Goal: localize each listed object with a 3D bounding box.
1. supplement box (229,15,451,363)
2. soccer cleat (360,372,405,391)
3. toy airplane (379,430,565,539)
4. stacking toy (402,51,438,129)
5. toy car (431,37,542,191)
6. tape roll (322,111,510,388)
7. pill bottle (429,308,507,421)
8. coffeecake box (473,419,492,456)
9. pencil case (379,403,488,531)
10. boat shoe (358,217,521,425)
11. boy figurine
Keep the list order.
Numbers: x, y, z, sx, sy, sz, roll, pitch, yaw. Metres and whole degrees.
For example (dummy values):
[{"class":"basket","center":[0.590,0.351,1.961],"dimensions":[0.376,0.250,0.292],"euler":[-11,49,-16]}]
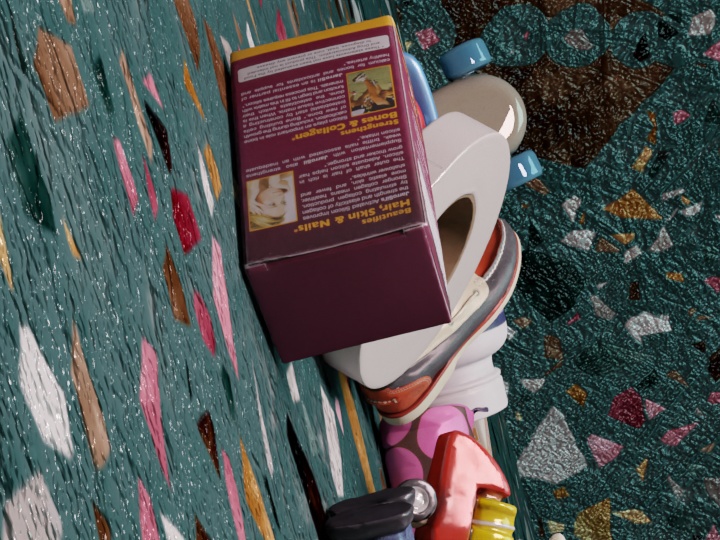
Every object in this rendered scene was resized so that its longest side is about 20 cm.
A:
[{"class":"supplement box","center":[-0.014,-0.053,1.327],"dimensions":[0.201,0.109,0.086],"euler":[-97,172,-46]},{"class":"soccer cleat","center":[0.000,0.000,1.678],"dimensions":[0.073,0.068,0.201],"euler":[34,42,-40]},{"class":"toy airplane","center":[0.093,0.240,1.554],"dimensions":[0.200,0.140,0.201],"euler":[-118,-152,-52]},{"class":"stacking toy","center":[-0.019,-0.067,1.494],"dimensions":[0.200,0.115,0.111],"euler":[-62,138,-61]},{"class":"toy car","center":[0.110,-0.166,2.715],"dimensions":[0.186,0.176,0.200],"euler":[65,-7,0]},{"class":"tape roll","center":[0.039,-0.014,1.525],"dimensions":[0.203,0.037,0.204],"euler":[-51,158,-29]},{"class":"pill bottle","center":[0.060,0.028,1.853],"dimensions":[0.120,0.119,0.202],"euler":[-60,135,-82]},{"class":"coffeecake box","center":[0.064,0.076,2.029],"dimensions":[0.154,0.072,0.201],"euler":[-94,169,-61]},{"class":"pencil case","center":[0.074,0.208,1.749],"dimensions":[0.094,0.090,0.202],"euler":[62,18,-67]},{"class":"boat shoe","center":[0.062,0.028,1.735],"dimensions":[0.201,0.071,0.063],"euler":[-55,130,-23]},{"class":"boy figurine","center":[0.032,0.237,1.355],"dimensions":[0.124,0.064,0.202],"euler":[-79,156,-78]}]
